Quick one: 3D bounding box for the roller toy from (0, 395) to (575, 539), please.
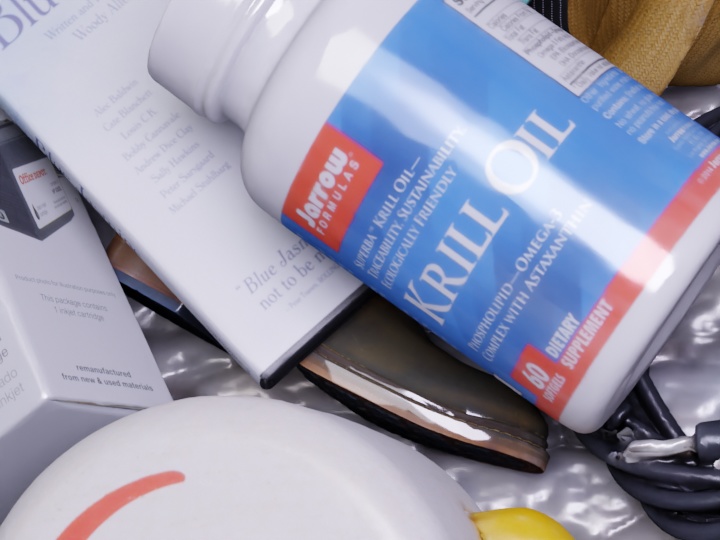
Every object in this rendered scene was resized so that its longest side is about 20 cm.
[{"bbox_3d":[-0.034,0.137,1.050,0.182,0.140,0.200,36,93,17],"label":"roller toy"}]

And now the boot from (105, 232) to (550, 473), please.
[{"bbox_3d":[0.000,0.000,1.125,0.199,0.075,0.097,26,82,23],"label":"boot"}]

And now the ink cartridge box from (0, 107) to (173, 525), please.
[{"bbox_3d":[-0.180,0.006,1.140,0.145,0.084,0.200,-37,65,24],"label":"ink cartridge box"}]

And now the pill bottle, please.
[{"bbox_3d":[0.029,-0.043,1.026,0.200,0.112,0.112,35,82,9],"label":"pill bottle"}]

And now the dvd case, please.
[{"bbox_3d":[-0.049,-0.074,1.102,0.143,0.018,0.200,-41,77,-10],"label":"dvd case"}]

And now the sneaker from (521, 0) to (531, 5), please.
[{"bbox_3d":[0.058,-0.191,1.116,0.077,0.091,0.201,13,113,23],"label":"sneaker"}]

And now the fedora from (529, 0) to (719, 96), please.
[{"bbox_3d":[0.124,-0.134,1.116,0.082,0.200,0.201,13,71,-22],"label":"fedora"}]

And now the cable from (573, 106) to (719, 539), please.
[{"bbox_3d":[0.163,0.006,1.076,0.200,0.051,0.163,-40,49,-10],"label":"cable"}]
